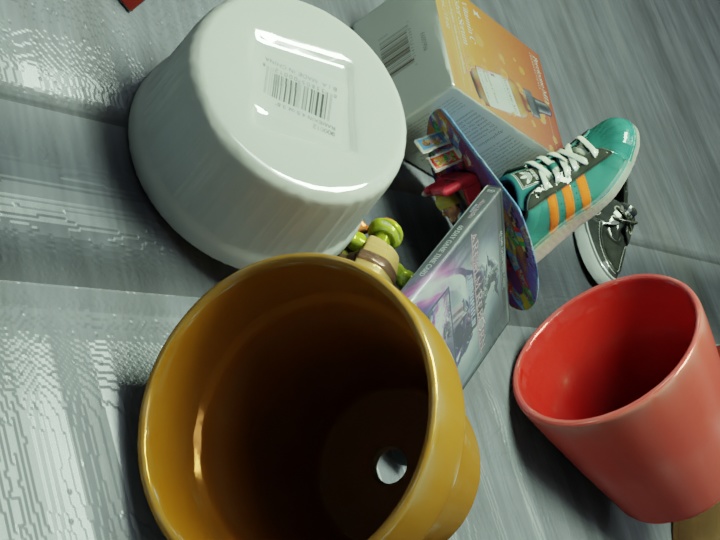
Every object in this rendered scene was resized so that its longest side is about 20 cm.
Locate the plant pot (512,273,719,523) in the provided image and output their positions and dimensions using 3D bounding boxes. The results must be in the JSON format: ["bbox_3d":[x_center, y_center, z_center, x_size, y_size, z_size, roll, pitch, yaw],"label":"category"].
[{"bbox_3d":[0.272,0.133,1.178,0.178,0.200,0.201,54,30,-26],"label":"plant pot"}]

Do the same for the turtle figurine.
[{"bbox_3d":[0.000,0.000,0.998,0.200,0.064,0.162,45,40,-21],"label":"turtle figurine"}]

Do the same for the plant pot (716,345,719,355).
[{"bbox_3d":[0.475,0.193,1.417,0.200,0.176,0.200,51,33,-14],"label":"plant pot"}]

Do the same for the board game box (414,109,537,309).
[{"bbox_3d":[0.095,-0.046,1.128,0.200,0.039,0.158,58,-14,33],"label":"board game box"}]

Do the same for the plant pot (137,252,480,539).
[{"bbox_3d":[-0.011,0.114,0.788,0.183,0.199,0.201,39,33,-58],"label":"plant pot"}]

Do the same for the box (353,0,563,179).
[{"bbox_3d":[0.103,-0.181,1.256,0.200,0.106,0.153,24,46,-44],"label":"box"}]

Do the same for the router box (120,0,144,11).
[{"bbox_3d":[-0.195,-0.331,1.004,0.180,0.049,0.200,50,32,-17],"label":"router box"}]

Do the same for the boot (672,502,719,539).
[{"bbox_3d":[0.399,0.335,1.306,0.146,0.070,0.201,48,34,-31],"label":"boot"}]

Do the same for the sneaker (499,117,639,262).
[{"bbox_3d":[0.191,-0.083,1.219,0.080,0.200,0.071,35,14,-39],"label":"sneaker"}]

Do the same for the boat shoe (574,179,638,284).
[{"bbox_3d":[0.307,-0.064,1.493,0.070,0.066,0.201,44,34,-25],"label":"boat shoe"}]

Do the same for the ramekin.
[{"bbox_3d":[-0.062,-0.107,0.907,0.200,0.098,0.201,17,55,-25],"label":"ramekin"}]

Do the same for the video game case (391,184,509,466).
[{"bbox_3d":[0.072,0.041,0.994,0.200,0.019,0.144,-48,141,-42],"label":"video game case"}]
